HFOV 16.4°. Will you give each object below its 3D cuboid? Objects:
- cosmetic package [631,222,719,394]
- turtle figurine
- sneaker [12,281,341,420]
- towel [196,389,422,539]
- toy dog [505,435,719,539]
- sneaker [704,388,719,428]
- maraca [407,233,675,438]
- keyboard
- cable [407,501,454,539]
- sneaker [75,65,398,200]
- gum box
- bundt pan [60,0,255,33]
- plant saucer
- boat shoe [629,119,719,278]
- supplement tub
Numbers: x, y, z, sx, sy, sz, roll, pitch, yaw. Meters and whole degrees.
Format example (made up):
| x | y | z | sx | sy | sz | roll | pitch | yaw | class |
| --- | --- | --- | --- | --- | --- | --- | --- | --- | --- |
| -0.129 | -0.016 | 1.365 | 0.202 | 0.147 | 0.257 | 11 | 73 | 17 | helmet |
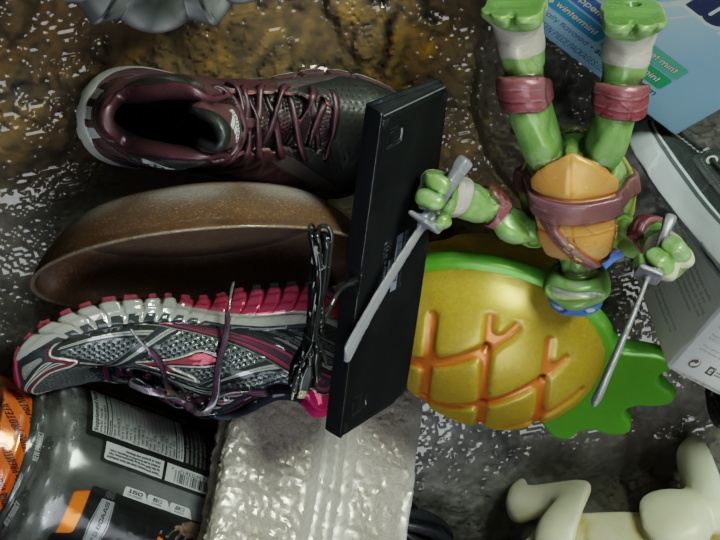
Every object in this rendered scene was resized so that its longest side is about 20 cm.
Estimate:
| x | y | z | sx | sy | sz | roll | pitch | yaw | class |
| --- | --- | --- | --- | --- | --- | --- | --- | --- | --- |
| 0.259 | -0.028 | 1.484 | 0.084 | 0.108 | 0.200 | 26 | 120 | -26 | cosmetic package |
| 0.106 | -0.042 | 1.356 | 0.199 | 0.143 | 0.195 | -21 | 121 | -38 | turtle figurine |
| -0.106 | 0.053 | 1.474 | 0.198 | 0.075 | 0.081 | -5 | 167 | -2 | sneaker |
| -0.033 | 0.138 | 1.517 | 0.132 | 0.201 | 0.034 | 22 | 149 | -23 | towel |
| 0.144 | 0.223 | 1.608 | 0.198 | 0.195 | 0.140 | -11 | 140 | -8 | toy dog |
| 0.294 | 0.034 | 1.557 | 0.080 | 0.074 | 0.200 | 26 | 119 | -27 | sneaker |
| 0.096 | 0.046 | 1.510 | 0.199 | 0.108 | 0.137 | 26 | 143 | -21 | maraca |
| 0.000 | 0.000 | 1.384 | 0.020 | 0.127 | 0.202 | 20 | 117 | 27 | keyboard |
| -0.007 | 0.217 | 1.662 | 0.162 | 0.051 | 0.201 | -9 | 127 | -2 | cable |
| -0.057 | -0.074 | 1.387 | 0.198 | 0.116 | 0.076 | 1 | 95 | -9 | sneaker |
| 0.184 | -0.171 | 1.352 | 0.169 | 0.045 | 0.199 | 34 | 139 | -25 | gum box |
| -0.107 | -0.210 | 1.313 | 0.200 | 0.076 | 0.203 | -4 | 126 | -5 | bundt pan |
| -0.091 | -0.015 | 1.434 | 0.199 | 0.037 | 0.201 | -5 | 166 | -1 | plant saucer |
| 0.213 | -0.031 | 1.420 | 0.056 | 0.200 | 0.069 | -36 | 129 | 4 | boat shoe |
| -0.150 | 0.141 | 1.539 | 0.199 | 0.123 | 0.123 | 22 | 121 | -22 | supplement tub |
